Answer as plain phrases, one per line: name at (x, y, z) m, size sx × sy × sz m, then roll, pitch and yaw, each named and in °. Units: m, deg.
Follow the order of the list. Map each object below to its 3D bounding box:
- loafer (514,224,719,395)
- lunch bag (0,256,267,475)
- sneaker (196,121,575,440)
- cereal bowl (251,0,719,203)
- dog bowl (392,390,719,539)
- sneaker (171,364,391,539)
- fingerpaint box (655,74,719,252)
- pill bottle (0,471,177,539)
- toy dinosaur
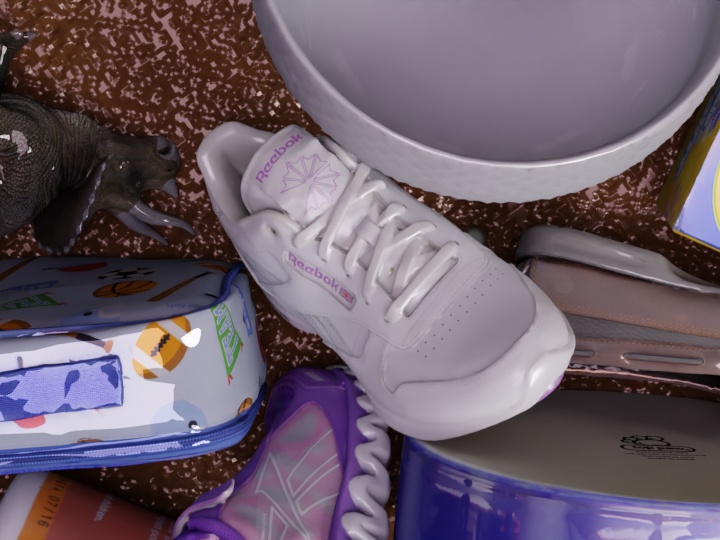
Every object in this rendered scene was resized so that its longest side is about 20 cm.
loafer at (0.149, 0.039, 0.953) m, size 0.199 × 0.072 × 0.063 m, roll 17°, pitch 74°, yaw 20°
lunch bag at (-0.140, 0.042, 0.943) m, size 0.198 × 0.160 × 0.076 m, roll -6°, pitch 100°, yaw 3°
sneaker at (0.000, 0.000, 0.908) m, size 0.075 × 0.200 × 0.100 m, roll -48°, pitch 131°, yaw -12°
cereal bowl at (0.051, -0.114, 0.925) m, size 0.198 × 0.083 × 0.202 m, roll 2°, pitch 67°, yaw -4°
dog bowl at (0.112, 0.106, 0.923) m, size 0.198 × 0.200 × 0.079 m, roll 5°, pitch 99°, yaw 2°
sneaker at (-0.035, 0.104, 0.931) m, size 0.088 × 0.201 × 0.081 m, roll 9°, pitch 124°, yaw -9°
fingerpaint box at (0.237, -0.079, 0.948) m, size 0.166 × 0.073 × 0.201 m, roll 23°, pitch 100°, yaw -2°
pill bottle at (-0.071, 0.169, 0.987) m, size 0.199 × 0.112 × 0.113 m, roll 21°, pitch 101°, yaw -1°
toy dinosaur at (-0.177, -0.043, 0.973) m, size 0.198 × 0.077 × 0.103 m, roll -11°, pitch 93°, yaw 2°
